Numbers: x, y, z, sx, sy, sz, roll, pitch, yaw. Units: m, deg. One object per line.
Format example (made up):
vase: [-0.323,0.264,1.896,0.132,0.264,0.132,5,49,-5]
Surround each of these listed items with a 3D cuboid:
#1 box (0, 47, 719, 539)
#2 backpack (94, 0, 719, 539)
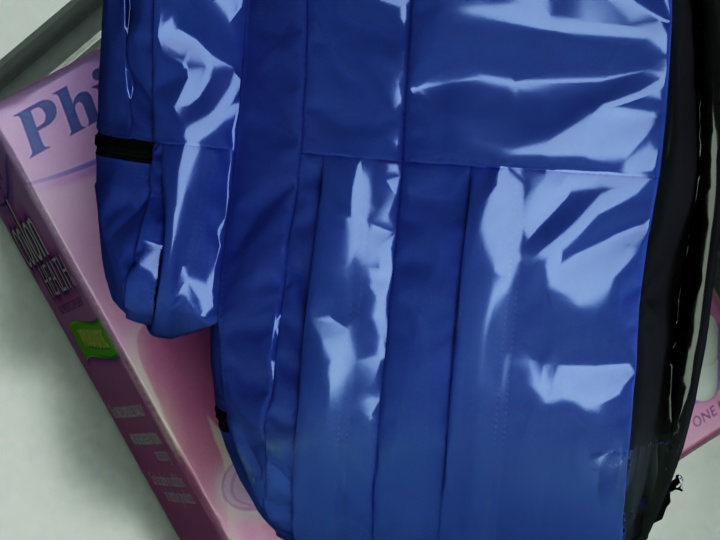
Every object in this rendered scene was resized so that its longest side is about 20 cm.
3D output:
box: [0.000,0.000,0.793,0.175,0.097,0.201,-29,93,-14]
backpack: [0.014,-0.019,0.672,0.167,0.163,0.201,0,95,7]
